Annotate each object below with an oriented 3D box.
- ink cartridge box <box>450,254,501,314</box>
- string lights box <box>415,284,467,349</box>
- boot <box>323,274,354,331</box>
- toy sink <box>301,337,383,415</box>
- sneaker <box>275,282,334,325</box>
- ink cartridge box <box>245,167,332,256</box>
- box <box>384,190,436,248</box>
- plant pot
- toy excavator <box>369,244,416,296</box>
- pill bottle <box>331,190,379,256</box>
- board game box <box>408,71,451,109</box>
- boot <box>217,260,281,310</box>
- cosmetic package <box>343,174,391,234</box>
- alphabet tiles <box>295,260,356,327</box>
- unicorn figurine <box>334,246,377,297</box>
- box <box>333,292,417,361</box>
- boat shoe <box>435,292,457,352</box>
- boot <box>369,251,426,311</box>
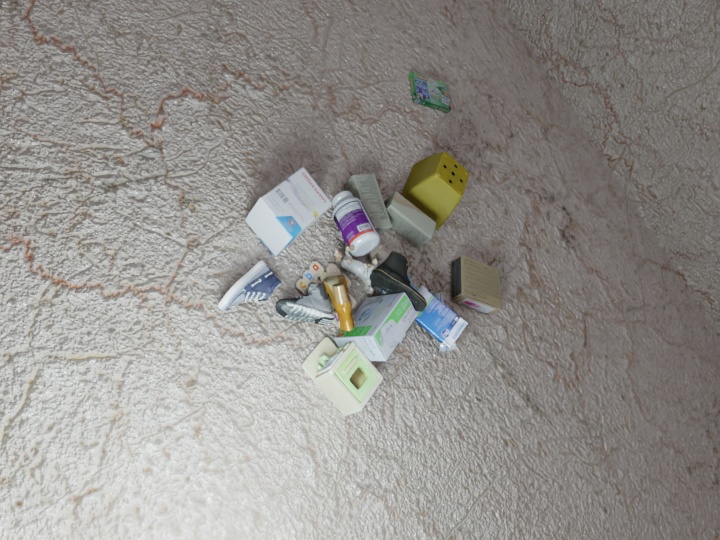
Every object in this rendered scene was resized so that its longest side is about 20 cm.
[{"bbox_3d":[0.432,0.054,1.980,0.195,0.075,0.170,20,61,-26],"label":"ink cartridge box"},{"bbox_3d":[0.249,0.156,1.763,0.199,0.059,0.103,40,80,9],"label":"string lights box"},{"bbox_3d":[-0.063,0.098,1.586,0.068,0.201,0.149,-12,103,-7],"label":"boot"},{"bbox_3d":[-0.051,0.292,1.525,0.201,0.112,0.130,49,51,-5],"label":"toy sink"},{"bbox_3d":[-0.165,0.085,1.555,0.196,0.074,0.119,20,54,-37],"label":"sneaker"},{"bbox_3d":[-0.216,-0.178,1.601,0.148,0.145,0.200,49,52,-4],"label":"ink cartridge box"},{"bbox_3d":[0.167,-0.180,1.895,0.198,0.094,0.079,36,53,-17],"label":"box"},{"bbox_3d":[0.296,-0.320,1.990,0.198,0.176,0.203,35,55,-14],"label":"plant pot"},{"bbox_3d":[0.105,0.024,1.745,0.188,0.101,0.204,13,59,9],"label":"toy excavator"},{"bbox_3d":[-0.022,-0.156,1.732,0.110,0.113,0.204,-9,61,-35],"label":"pill bottle"},{"bbox_3d":[0.301,-0.770,2.288,0.195,0.029,0.139,7,65,-31],"label":"board game box"},{"bbox_3d":[-0.305,0.061,1.481,0.090,0.073,0.201,43,51,-2],"label":"boot"},{"bbox_3d":[0.025,-0.226,1.832,0.103,0.071,0.206,-7,73,-36],"label":"cosmetic package"},{"bbox_3d":[-0.106,0.074,1.647,0.195,0.015,0.202,43,52,-11],"label":"alphabet tiles"},{"bbox_3d":[0.000,0.000,1.695,0.199,0.138,0.074,42,61,7],"label":"unicorn figurine"},{"bbox_3d":[0.048,0.173,1.594,0.200,0.174,0.098,-48,114,-37],"label":"box"},{"bbox_3d":[0.297,0.177,1.827,0.064,0.074,0.207,-7,80,9],"label":"boat shoe"},{"bbox_3d":[0.143,0.024,1.647,0.198,0.078,0.139,35,51,8],"label":"boot"}]
